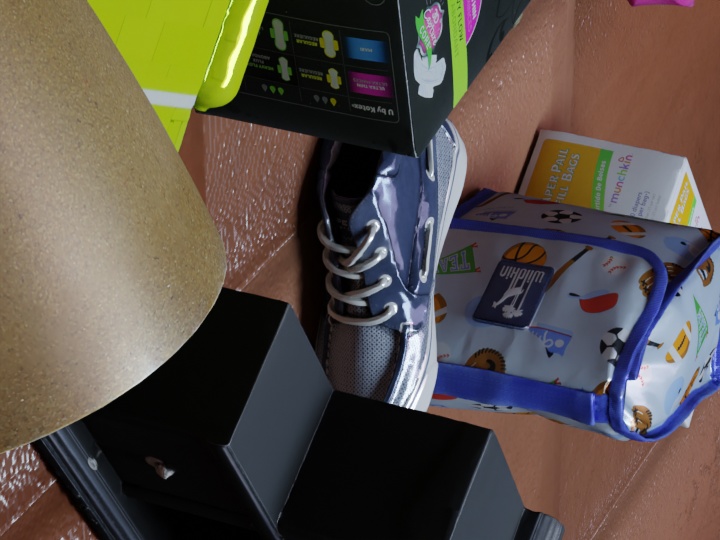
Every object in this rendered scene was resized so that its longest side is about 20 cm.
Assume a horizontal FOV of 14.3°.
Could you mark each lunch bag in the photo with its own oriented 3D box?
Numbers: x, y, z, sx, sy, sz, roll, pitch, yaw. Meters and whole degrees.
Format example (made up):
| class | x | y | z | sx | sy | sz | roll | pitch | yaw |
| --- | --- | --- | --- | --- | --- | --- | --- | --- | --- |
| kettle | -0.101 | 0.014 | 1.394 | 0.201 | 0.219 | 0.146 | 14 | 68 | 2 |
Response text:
| class | x | y | z | sx | sy | sz | roll | pitch | yaw |
| --- | --- | --- | --- | --- | --- | --- | --- | --- | --- |
| lunch bag | 0.109 | 0.030 | 1.662 | 0.200 | 0.170 | 0.124 | -34 | 129 | -59 |

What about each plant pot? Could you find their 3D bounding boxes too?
| class | x | y | z | sx | sy | sz | roll | pitch | yaw |
| --- | --- | --- | --- | --- | --- | --- | --- | --- | --- |
| plant pot | -0.164 | -0.062 | 0.980 | 0.186 | 0.186 | 0.200 | -52 | 132 | -47 |

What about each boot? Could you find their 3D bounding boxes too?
| class | x | y | z | sx | sy | sz | roll | pitch | yaw |
| --- | --- | --- | --- | --- | --- | --- | --- | --- | --- |
| boot | 0.000 | 0.000 | 1.532 | 0.090 | 0.073 | 0.201 | 30 | 66 | -60 |

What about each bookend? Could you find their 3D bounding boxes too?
| class | x | y | z | sx | sy | sz | roll | pitch | yaw |
| --- | --- | --- | --- | --- | --- | --- | --- | --- | --- |
| bookend | -0.028 | 0.093 | 1.327 | 0.199 | 0.199 | 0.092 | 67 | 41 | -57 |

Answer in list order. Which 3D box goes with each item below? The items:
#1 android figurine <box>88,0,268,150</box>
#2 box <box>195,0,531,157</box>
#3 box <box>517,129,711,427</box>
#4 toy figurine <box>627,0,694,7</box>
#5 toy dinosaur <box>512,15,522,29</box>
| class | x | y | z | sx | sy | sz | roll | pitch | yaw |
| --- | --- | --- | --- | --- | --- | --- | --- | --- | --- |
| android figurine | -0.102 | -0.103 | 1.210 | 0.182 | 0.041 | 0.201 | 5 | 106 | -62 |
| box | -0.006 | -0.180 | 1.330 | 0.149 | 0.124 | 0.200 | -55 | 148 | -42 |
| box | 0.167 | 0.007 | 1.879 | 0.200 | 0.101 | 0.113 | 60 | 47 | -60 |
| toy figurine | 0.212 | -0.250 | 1.867 | 0.184 | 0.150 | 0.200 | -57 | 178 | -13 |
| toy dinosaur | 0.070 | -0.174 | 1.626 | 0.200 | 0.047 | 0.088 | 78 | 26 | -52 |
